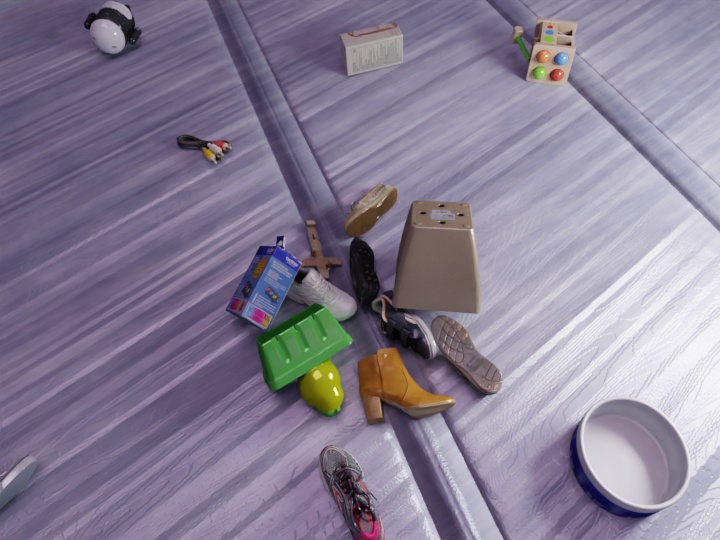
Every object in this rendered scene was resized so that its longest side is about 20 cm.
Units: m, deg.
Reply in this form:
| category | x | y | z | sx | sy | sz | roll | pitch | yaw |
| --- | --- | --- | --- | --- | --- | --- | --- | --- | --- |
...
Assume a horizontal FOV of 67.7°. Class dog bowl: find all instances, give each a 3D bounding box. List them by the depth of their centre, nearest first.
| category | x | y | z | sx | sy | sz | roll | pitch | yaw |
| --- | --- | --- | --- | --- | --- | --- | --- | --- | --- |
| dog bowl | 0.499 | 0.348 | 1.006 | 0.192 | 0.080 | 0.206 | -2 | 55 | 2 |

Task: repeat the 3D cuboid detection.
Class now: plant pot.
| category | x | y | z | sx | sy | sz | roll | pitch | yaw |
| --- | --- | --- | --- | --- | --- | --- | --- | --- | --- |
| plant pot | 0.174 | -0.044 | 1.194 | 0.192 | 0.183 | 0.202 | 4 | 30 | 6 |

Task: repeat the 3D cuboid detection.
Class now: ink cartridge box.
| category | x | y | z | sx | sy | sz | roll | pitch | yaw |
| --- | --- | --- | --- | --- | --- | --- | --- | --- | --- |
| ink cartridge box | -0.211 | 0.022 | 1.207 | 0.135 | 0.075 | 0.205 | 3 | 62 | 61 |

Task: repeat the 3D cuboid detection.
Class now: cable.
| category | x | y | z | sx | sy | sz | roll | pitch | yaw |
| --- | --- | --- | --- | --- | --- | --- | --- | --- | --- |
| cable | -0.456 | -0.376 | 1.577 | 0.197 | 0.051 | 0.098 | 31 | 62 | 21 |

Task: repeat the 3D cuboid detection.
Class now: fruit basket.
| category | x | y | z | sx | sy | sz | roll | pitch | yaw |
| --- | --- | --- | --- | --- | --- | --- | --- | --- | --- |
| fruit basket | -0.105 | 0.201 | 1.135 | 0.207 | 0.155 | 0.225 | -1 | 93 | -19 |

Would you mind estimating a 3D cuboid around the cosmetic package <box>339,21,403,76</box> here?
| category | x | y | z | sx | sy | sz | roll | pitch | yaw |
| --- | --- | --- | --- | --- | --- | --- | --- | --- | --- |
| cosmetic package | 0.036 | -0.722 | 1.748 | 0.193 | 0.105 | 0.089 | -15 | 53 | -9 |

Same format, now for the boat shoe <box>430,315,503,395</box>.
| category | x | y | z | sx | sy | sz | roll | pitch | yaw |
| --- | --- | --- | --- | --- | --- | --- | --- | --- | --- |
| boat shoe | 0.216 | 0.186 | 1.140 | 0.073 | 0.074 | 0.202 | -31 | 64 | -14 |

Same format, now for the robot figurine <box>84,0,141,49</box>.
| category | x | y | z | sx | sy | sz | roll | pitch | yaw |
| --- | --- | --- | --- | --- | --- | --- | --- | --- | --- |
| robot figurine | -0.869 | -0.855 | 1.888 | 0.145 | 0.126 | 0.206 | -9 | 53 | 19 |

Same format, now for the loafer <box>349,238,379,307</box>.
| category | x | y | z | sx | sy | sz | roll | pitch | yaw |
| --- | --- | --- | --- | --- | --- | --- | --- | --- | --- |
| loafer | 0.000 | 0.000 | 1.282 | 0.066 | 0.071 | 0.204 | 16 | 36 | -22 |

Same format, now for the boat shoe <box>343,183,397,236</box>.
| category | x | y | z | sx | sy | sz | roll | pitch | yaw |
| --- | --- | --- | --- | --- | --- | --- | --- | --- | --- |
| boat shoe | 0.018 | -0.158 | 1.392 | 0.062 | 0.075 | 0.199 | 29 | 51 | 28 |

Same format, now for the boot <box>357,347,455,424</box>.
| category | x | y | z | sx | sy | sz | roll | pitch | yaw |
| --- | --- | --- | --- | --- | --- | --- | --- | --- | --- |
| boot | 0.091 | 0.229 | 1.118 | 0.193 | 0.072 | 0.148 | -9 | 58 | 4 |

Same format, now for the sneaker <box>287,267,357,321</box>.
| category | x | y | z | sx | sy | sz | roll | pitch | yaw |
| --- | --- | --- | --- | --- | --- | --- | --- | --- | --- |
| sneaker | -0.098 | 0.047 | 1.236 | 0.194 | 0.101 | 0.079 | 21 | 57 | 17 |

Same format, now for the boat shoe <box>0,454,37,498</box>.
| category | x | y | z | sx | sy | sz | roll | pitch | yaw |
| --- | --- | --- | --- | --- | --- | --- | --- | --- | --- |
| boat shoe | -0.729 | 0.430 | 1.035 | 0.085 | 0.075 | 0.204 | 36 | 71 | 6 |

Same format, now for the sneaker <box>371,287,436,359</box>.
| category | x | y | z | sx | sy | sz | roll | pitch | yaw |
| --- | --- | --- | --- | --- | --- | --- | --- | --- | --- |
| sneaker | 0.092 | 0.127 | 1.185 | 0.077 | 0.080 | 0.201 | -20 | 45 | -16 |

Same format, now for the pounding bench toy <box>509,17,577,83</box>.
| category | x | y | z | sx | sy | sz | roll | pitch | yaw |
| --- | --- | --- | --- | --- | --- | --- | --- | --- | --- |
| pounding bench toy | 0.556 | -0.678 | 1.669 | 0.193 | 0.126 | 0.160 | 12 | 57 | 12 |

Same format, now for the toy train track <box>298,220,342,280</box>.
| category | x | y | z | sx | sy | sz | roll | pitch | yaw |
| --- | --- | --- | --- | --- | --- | --- | --- | --- | --- |
| toy train track | -0.108 | -0.061 | 1.338 | 0.110 | 0.033 | 0.204 | -3 | 48 | -18 |

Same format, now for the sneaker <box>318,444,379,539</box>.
| category | x | y | z | sx | sy | sz | roll | pitch | yaw |
| --- | --- | --- | --- | --- | --- | --- | --- | --- | --- |
| sneaker | -0.014 | 0.413 | 1.000 | 0.079 | 0.076 | 0.201 | -28 | 58 | -15 |
